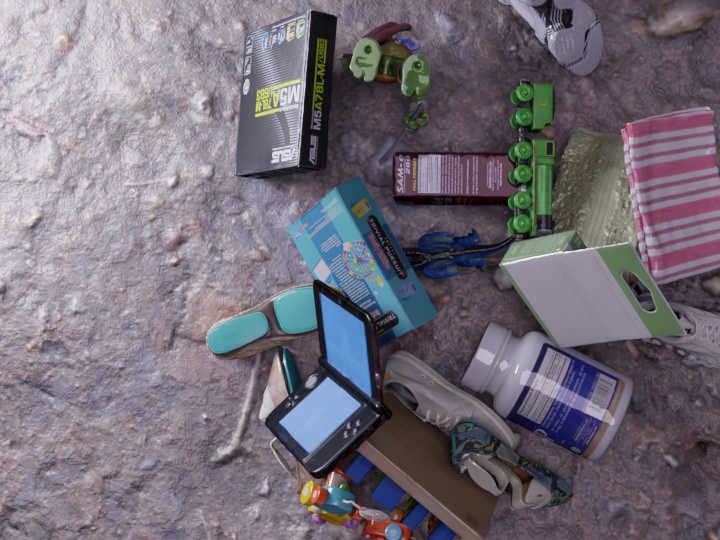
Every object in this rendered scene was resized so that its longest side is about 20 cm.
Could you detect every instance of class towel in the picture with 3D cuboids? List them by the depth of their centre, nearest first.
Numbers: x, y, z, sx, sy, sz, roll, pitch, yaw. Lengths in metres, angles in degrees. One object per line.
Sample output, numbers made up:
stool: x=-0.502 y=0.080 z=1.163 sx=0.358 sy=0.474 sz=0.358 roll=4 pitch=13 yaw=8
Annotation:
towel: x=0.388 y=-0.091 z=1.558 sx=0.145 sy=0.030 sz=0.202 roll=-14 pitch=96 yaw=-32
towel: x=0.300 y=-0.080 z=1.595 sx=0.147 sy=0.036 sz=0.202 roll=10 pitch=74 yaw=31

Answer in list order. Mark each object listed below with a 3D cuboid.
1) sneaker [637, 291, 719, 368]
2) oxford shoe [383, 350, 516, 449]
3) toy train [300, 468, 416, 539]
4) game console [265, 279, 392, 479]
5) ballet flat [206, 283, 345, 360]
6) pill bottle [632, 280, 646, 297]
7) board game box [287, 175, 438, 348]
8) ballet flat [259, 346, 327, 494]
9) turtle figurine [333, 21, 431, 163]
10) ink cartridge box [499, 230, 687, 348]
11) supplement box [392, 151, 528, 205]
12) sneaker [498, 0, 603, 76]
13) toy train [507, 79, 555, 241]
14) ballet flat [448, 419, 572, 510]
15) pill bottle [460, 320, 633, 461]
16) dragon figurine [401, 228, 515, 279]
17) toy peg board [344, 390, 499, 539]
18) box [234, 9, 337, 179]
sneaker: x=0.432 y=0.080 z=1.655 sx=0.198 sy=0.081 sz=0.076 roll=14 pitch=87 yaw=2
oxford shoe: x=0.111 y=0.181 z=1.668 sx=0.199 sy=0.075 sz=0.058 roll=33 pitch=63 yaw=6
toy train: x=0.004 y=0.300 z=1.630 sx=0.149 sy=0.200 sz=0.056 roll=11 pitch=69 yaw=16
game console: x=-0.052 y=0.127 z=1.551 sx=0.172 sy=0.200 sz=0.119 roll=-42 pitch=114 yaw=-8
ballet flat: x=-0.107 y=0.067 z=1.693 sx=0.198 sy=0.065 sz=0.071 roll=-16 pitch=78 yaw=11
pill bottle: x=0.337 y=-0.032 z=1.646 sx=0.116 sy=0.116 sz=0.200 roll=43 pitch=90 yaw=4
board game box: x=0.000 y=0.000 z=1.651 sx=0.047 sy=0.151 sz=0.201 roll=-27 pitch=86 yaw=-33
ballet flat: x=-0.094 y=0.203 z=1.691 sx=0.067 sy=0.068 sz=0.202 roll=-21 pitch=85 yaw=10
turtle figurine: x=0.020 y=-0.222 z=1.635 sx=0.200 sy=0.194 sz=0.144 roll=-40 pitch=94 yaw=-2
ink cartridge box: x=0.280 y=0.020 z=1.525 sx=0.146 sy=0.199 sz=0.048 roll=53 pitch=52 yaw=-21
supplement box: x=0.142 y=-0.117 z=1.665 sx=0.198 sy=0.109 sz=0.062 roll=1 pitch=87 yaw=4
sneaker: x=0.242 y=-0.348 z=1.687 sx=0.075 sy=0.115 sz=0.200 roll=-40 pitch=120 yaw=2
toy train: x=0.214 y=-0.136 z=1.590 sx=0.056 sy=0.042 sz=0.202 roll=2 pitch=87 yaw=-8
ballet flat: x=0.188 y=0.267 z=1.638 sx=0.199 sy=0.074 sz=0.075 roll=32 pitch=90 yaw=-18
pill bottle: x=0.236 y=0.148 z=1.644 sx=0.199 sy=0.120 sz=0.120 roll=27 pitch=90 yaw=5
dragon figurine: x=0.110 y=-0.020 z=1.649 sx=0.199 sy=0.099 sz=0.059 roll=-9 pitch=89 yaw=38
toy peg board: x=0.064 y=0.272 z=1.622 sx=0.200 sy=0.199 sz=0.098 roll=39 pitch=106 yaw=4
box: x=-0.099 y=-0.220 z=1.645 sx=0.047 sy=0.200 sz=0.195 roll=8 pitch=87 yaw=-29
